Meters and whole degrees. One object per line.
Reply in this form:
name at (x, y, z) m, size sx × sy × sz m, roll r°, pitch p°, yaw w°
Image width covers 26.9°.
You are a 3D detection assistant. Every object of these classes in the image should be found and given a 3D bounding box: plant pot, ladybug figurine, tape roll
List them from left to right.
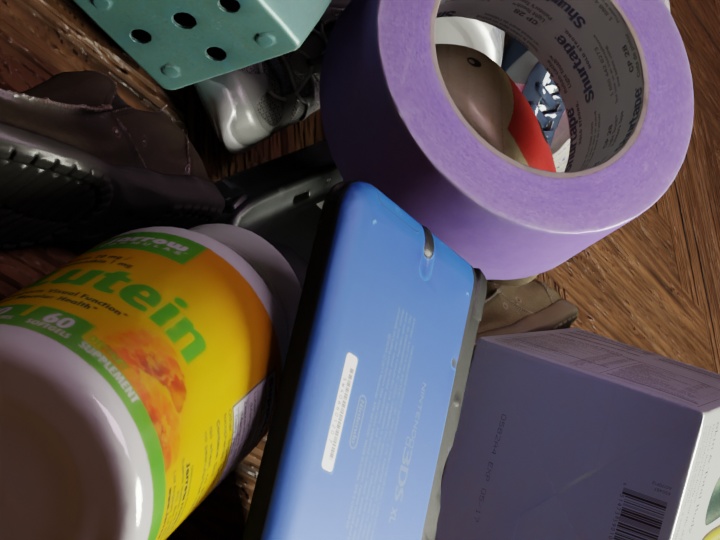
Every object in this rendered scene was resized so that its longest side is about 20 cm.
plant pot at (-0.080, -0.210, 0.801) m, size 0.141 × 0.140 × 0.201 m, roll 45°, pitch 42°, yaw -45°
ladybug figurine at (0.074, -0.071, 0.977) m, size 0.072 × 0.135 × 0.201 m, roll -46°, pitch 139°, yaw -19°
tape roll at (0.083, -0.102, 0.851) m, size 0.198 × 0.085 × 0.202 m, roll 8°, pitch 70°, yaw -21°

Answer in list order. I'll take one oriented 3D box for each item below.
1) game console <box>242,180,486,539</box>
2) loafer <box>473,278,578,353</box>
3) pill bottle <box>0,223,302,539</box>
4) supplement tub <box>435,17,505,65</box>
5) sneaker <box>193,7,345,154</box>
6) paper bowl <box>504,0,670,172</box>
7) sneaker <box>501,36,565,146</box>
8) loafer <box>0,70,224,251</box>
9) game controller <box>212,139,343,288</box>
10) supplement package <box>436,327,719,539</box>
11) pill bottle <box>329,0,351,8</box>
game console at (-0.022, 0.082, 0.691) m, size 0.170 × 0.118 × 0.202 m, roll 35°, pitch 61°, yaw -48°
loafer at (0.080, 0.044, 1.044) m, size 0.067 × 0.076 × 0.199 m, roll 42°, pitch 25°, yaw 20°
pill bottle at (-0.095, 0.046, 0.617) m, size 0.112 × 0.110 × 0.200 m, roll 67°, pitch 25°, yaw -9°
supplement tub at (0.046, -0.206, 1.075) m, size 0.123 × 0.122 × 0.201 m, roll 54°, pitch 30°, yaw -34°
sneaker at (-0.038, -0.128, 0.891) m, size 0.075 × 0.081 × 0.200 m, roll 66°, pitch 25°, yaw -13°
paper bowl at (0.138, -0.173, 1.170) m, size 0.104 × 0.200 × 0.202 m, roll 10°, pitch 61°, yaw -32°
sneaker at (0.119, -0.097, 1.061) m, size 0.070 × 0.201 × 0.082 m, roll 8°, pitch 39°, yaw -29°
loafer at (-0.135, -0.052, 0.665) m, size 0.072 × 0.073 × 0.200 m, roll 67°, pitch 18°, yaw 14°
game controller at (-0.013, -0.027, 0.859) m, size 0.104 × 0.042 × 0.200 m, roll 47°, pitch 34°, yaw 10°
supplement package at (0.159, 0.132, 0.984) m, size 0.200 × 0.150 × 0.153 m, roll 0°, pitch 106°, yaw -64°
pill bottle at (-0.018, -0.273, 0.989) m, size 0.110 × 0.109 × 0.201 m, roll 49°, pitch 26°, yaw -41°
